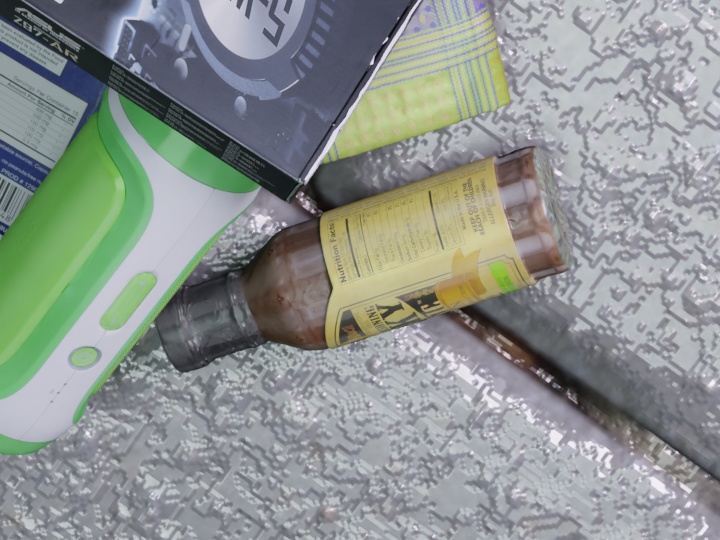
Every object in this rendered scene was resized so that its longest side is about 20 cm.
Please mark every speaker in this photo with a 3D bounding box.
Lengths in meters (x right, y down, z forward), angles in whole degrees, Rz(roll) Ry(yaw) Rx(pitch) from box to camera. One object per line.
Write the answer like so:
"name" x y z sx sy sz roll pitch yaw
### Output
"speaker" -0.123 -0.006 1.119 0.088 0.089 0.200 39 117 -3

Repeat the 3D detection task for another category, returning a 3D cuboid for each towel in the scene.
"towel" -0.021 -0.152 1.104 0.143 0.023 0.201 -16 103 11

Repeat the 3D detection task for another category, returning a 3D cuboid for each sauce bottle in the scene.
"sauce bottle" 0.000 0.000 1.142 0.199 0.065 0.065 -18 101 14

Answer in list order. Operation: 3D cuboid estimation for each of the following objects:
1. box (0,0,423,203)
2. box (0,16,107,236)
"box" -0.069 -0.150 1.037 0.199 0.044 0.161 34 76 -3
"box" -0.163 -0.116 1.123 0.121 0.032 0.200 31 124 -1
